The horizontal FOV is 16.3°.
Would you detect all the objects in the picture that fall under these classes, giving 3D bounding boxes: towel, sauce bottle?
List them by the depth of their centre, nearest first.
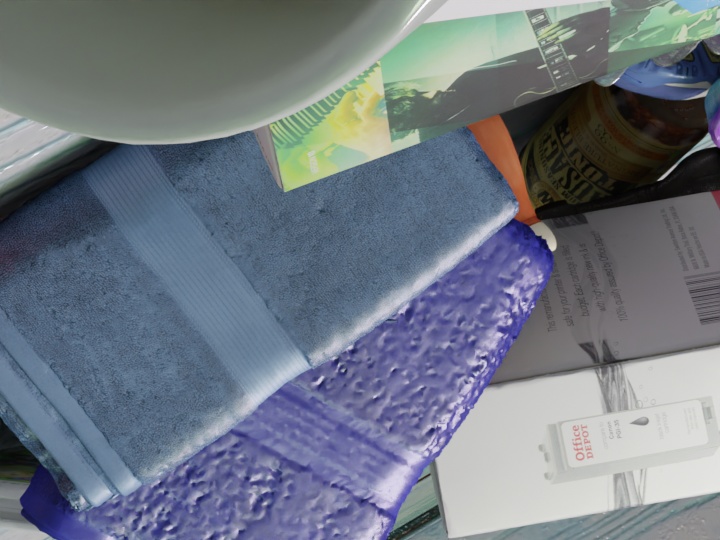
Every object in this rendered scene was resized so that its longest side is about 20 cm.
[{"bbox_3d":[-0.051,-0.007,0.911,0.200,0.112,0.049,-34,-160,2],"label":"towel"},{"bbox_3d":[-0.028,0.040,0.994,0.200,0.148,0.050,-57,-150,3],"label":"towel"},{"bbox_3d":[0.120,-0.055,1.312,0.066,0.066,0.200,-26,166,-31],"label":"sauce bottle"}]

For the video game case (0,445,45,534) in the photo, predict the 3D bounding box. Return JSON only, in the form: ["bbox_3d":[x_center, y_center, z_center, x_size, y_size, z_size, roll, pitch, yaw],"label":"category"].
[{"bbox_3d":[-0.113,0.107,1.204,0.182,0.022,0.200,6,-179,17],"label":"video game case"}]

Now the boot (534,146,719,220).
[{"bbox_3d":[0.135,-0.003,1.288,0.174,0.069,0.200,-19,151,8],"label":"boot"}]

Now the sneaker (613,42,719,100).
[{"bbox_3d":[0.158,-0.105,1.162,0.200,0.075,0.088,-21,165,-48],"label":"sneaker"}]

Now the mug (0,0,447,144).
[{"bbox_3d":[0.005,-0.121,0.430,0.187,0.149,0.153,-31,180,35],"label":"mug"}]

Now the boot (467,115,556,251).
[{"bbox_3d":[0.000,0.000,1.097,0.075,0.107,0.200,-24,169,-48],"label":"boot"}]

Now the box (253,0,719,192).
[{"bbox_3d":[0.055,-0.100,0.792,0.200,0.036,0.144,-19,157,-3],"label":"box"}]

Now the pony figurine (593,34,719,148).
[{"bbox_3d":[0.198,-0.094,0.994,0.200,0.167,0.193,-45,173,28],"label":"pony figurine"}]

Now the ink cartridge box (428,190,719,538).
[{"bbox_3d":[0.122,0.036,1.151,0.200,0.083,0.147,-10,-152,1],"label":"ink cartridge box"}]
